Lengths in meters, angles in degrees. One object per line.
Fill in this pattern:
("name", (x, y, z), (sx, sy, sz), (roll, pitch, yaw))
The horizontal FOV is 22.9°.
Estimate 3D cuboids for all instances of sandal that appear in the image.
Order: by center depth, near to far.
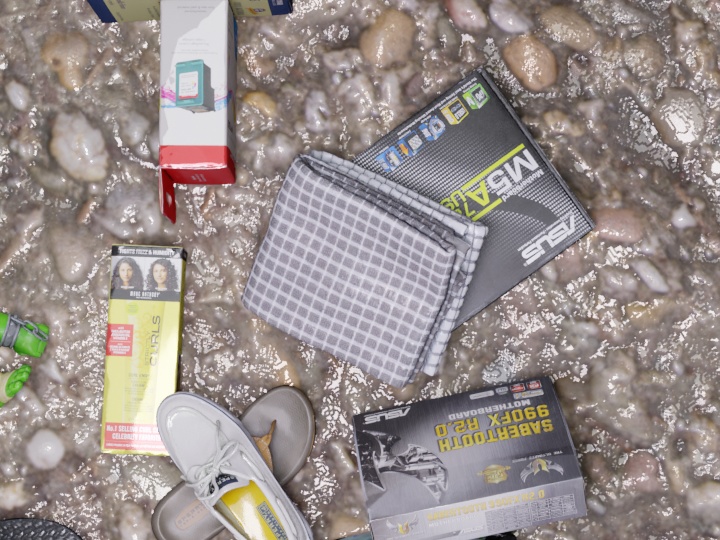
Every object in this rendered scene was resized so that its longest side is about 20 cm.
("sandal", (-0.122, 0.193, 1.704), (0.200, 0.055, 0.082), (-39, 86, -2))
("sandal", (-0.340, 0.271, 1.712), (0.199, 0.048, 0.076), (6, 86, 14))

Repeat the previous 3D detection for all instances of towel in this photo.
("towel", (0.000, 0.000, 1.666), (0.199, 0.086, 0.167), (27, 110, 15))

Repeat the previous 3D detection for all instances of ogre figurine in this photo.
("ogre figurine", (-0.402, 0.111, 1.702), (0.120, 0.098, 0.200), (37, 102, -14))

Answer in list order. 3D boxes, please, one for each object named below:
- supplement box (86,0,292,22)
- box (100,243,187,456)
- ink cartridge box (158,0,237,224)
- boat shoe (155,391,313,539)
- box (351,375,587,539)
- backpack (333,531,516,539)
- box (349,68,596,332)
("supplement box", (-0.167, -0.355, 1.712), (0.198, 0.134, 0.202), (-2, 85, 1))
("box", (-0.209, 0.077, 1.718), (0.075, 0.050, 0.202), (4, 86, 0))
("ink cartridge box", (-0.155, -0.149, 1.704), (0.067, 0.116, 0.202), (0, 86, 1))
("boat shoe", (-0.125, 0.195, 1.634), (0.074, 0.086, 0.202), (-38, 80, 5))
("box", (0.098, 0.180, 1.653), (0.198, 0.159, 0.049), (-11, 123, 1))
("backpack", (0.043, 0.311, 1.656), (0.198, 0.127, 0.168), (5, 89, 5))
("box", (0.093, -0.061, 1.726), (0.199, 0.048, 0.194), (-35, 83, 0))
